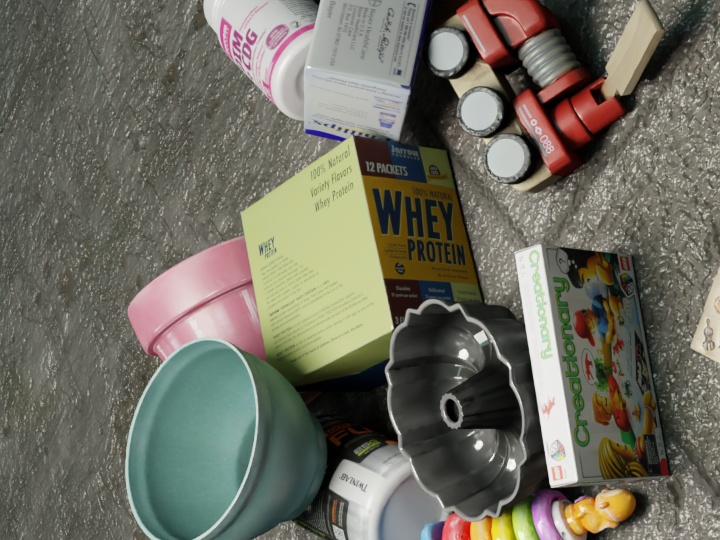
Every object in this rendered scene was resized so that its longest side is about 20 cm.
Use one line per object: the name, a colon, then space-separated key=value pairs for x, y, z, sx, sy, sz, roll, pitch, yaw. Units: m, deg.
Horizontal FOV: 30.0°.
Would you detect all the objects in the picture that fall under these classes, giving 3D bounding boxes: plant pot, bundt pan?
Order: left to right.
plant pot: x=-0.136 y=0.082 z=1.505 sx=0.200 sy=0.199 sz=0.180 roll=-37 pitch=74 yaw=40
plant pot: x=-0.118 y=0.179 z=1.322 sx=0.200 sy=0.134 sz=0.202 roll=-21 pitch=60 yaw=41
bundt pan: x=0.110 y=0.118 z=1.211 sx=0.201 sy=0.075 sz=0.204 roll=24 pitch=120 yaw=51

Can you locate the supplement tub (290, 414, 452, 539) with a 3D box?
supplement tub: x=-0.011 y=0.221 z=1.384 sx=0.199 sy=0.122 sz=0.124 roll=16 pitch=99 yaw=47

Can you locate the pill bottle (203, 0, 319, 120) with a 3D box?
pill bottle: x=-0.094 y=-0.266 z=1.532 sx=0.200 sy=0.113 sz=0.114 roll=48 pitch=121 yaw=40

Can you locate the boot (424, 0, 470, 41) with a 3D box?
boot: x=0.123 y=-0.321 z=1.326 sx=0.200 sy=0.073 sz=0.156 roll=-37 pitch=58 yaw=31

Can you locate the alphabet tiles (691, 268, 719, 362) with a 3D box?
alphabet tiles: x=0.354 y=0.055 z=1.057 sx=0.200 sy=0.008 sz=0.168 roll=32 pitch=110 yaw=46

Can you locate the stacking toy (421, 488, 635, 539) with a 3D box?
stacking toy: x=0.162 y=0.241 z=1.215 sx=0.199 sy=0.116 sz=0.110 roll=-34 pitch=64 yaw=29

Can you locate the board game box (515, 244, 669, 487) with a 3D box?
board game box: x=0.199 y=0.081 z=1.154 sx=0.035 sy=0.126 sz=0.202 roll=-21 pitch=71 yaw=46

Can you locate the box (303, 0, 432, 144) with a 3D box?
box: x=0.012 y=-0.237 z=1.319 sx=0.200 sy=0.104 sz=0.185 roll=104 pitch=179 yaw=-78

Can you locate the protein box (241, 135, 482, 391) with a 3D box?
protein box: x=0.000 y=0.000 z=1.383 sx=0.198 sy=0.134 sz=0.202 roll=-30 pitch=65 yaw=44

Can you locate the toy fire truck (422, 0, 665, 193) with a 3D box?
toy fire truck: x=0.176 y=-0.189 z=1.218 sx=0.199 sy=0.129 sz=0.177 roll=-32 pitch=79 yaw=18
